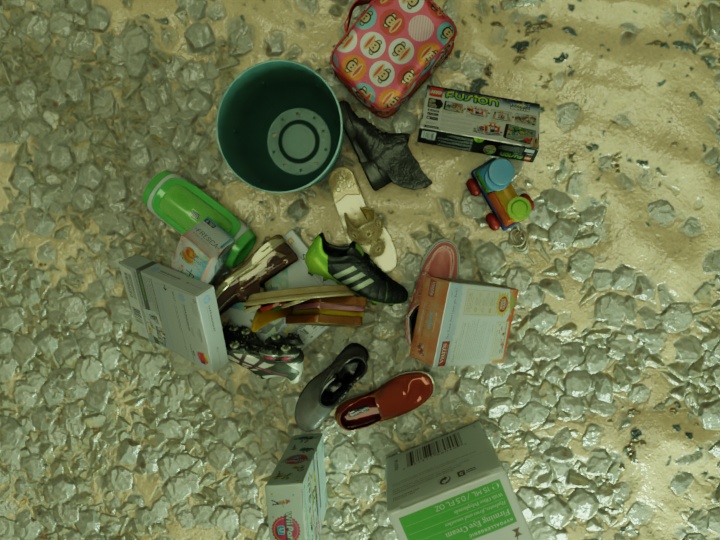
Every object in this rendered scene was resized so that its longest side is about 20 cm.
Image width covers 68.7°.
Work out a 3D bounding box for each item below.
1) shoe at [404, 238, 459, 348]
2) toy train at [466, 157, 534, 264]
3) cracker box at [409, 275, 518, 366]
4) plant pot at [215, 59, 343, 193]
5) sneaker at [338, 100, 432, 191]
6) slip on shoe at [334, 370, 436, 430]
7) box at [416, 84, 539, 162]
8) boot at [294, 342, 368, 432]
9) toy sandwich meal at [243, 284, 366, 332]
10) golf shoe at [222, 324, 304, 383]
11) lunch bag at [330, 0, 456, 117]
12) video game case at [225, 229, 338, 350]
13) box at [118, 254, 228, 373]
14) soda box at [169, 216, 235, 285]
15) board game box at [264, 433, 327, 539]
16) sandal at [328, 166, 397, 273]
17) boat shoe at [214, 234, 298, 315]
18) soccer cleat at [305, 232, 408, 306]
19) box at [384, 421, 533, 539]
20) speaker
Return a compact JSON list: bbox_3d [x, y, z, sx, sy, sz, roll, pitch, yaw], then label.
[{"bbox_3d":[0.128,0.043,0.924,0.071,0.091,0.201,19,95,2],"label":"shoe"},{"bbox_3d":[0.262,-0.097,0.893,0.084,0.116,0.201,-30,91,6],"label":"toy train"},{"bbox_3d":[0.177,0.085,0.881,0.057,0.199,0.135,16,97,46],"label":"cracker box"},{"bbox_3d":[-0.118,-0.227,0.886,0.199,0.161,0.202,1,96,6],"label":"plant pot"},{"bbox_3d":[0.041,-0.221,0.931,0.104,0.060,0.201,-25,96,4],"label":"sneaker"},{"bbox_3d":[0.045,0.242,0.960,0.199,0.061,0.075,-22,91,4],"label":"slip on shoe"},{"bbox_3d":[0.202,-0.252,0.898,0.198,0.035,0.111,11,59,3],"label":"box"},{"bbox_3d":[-0.060,0.216,0.930,0.070,0.132,0.201,34,96,0],"label":"boot"},{"bbox_3d":[-0.094,0.068,0.877,0.204,0.205,0.071,-7,86,4],"label":"toy sandwich meal"},{"bbox_3d":[-0.196,0.154,0.945,0.199,0.077,0.089,8,119,18],"label":"golf shoe"},{"bbox_3d":[0.045,-0.387,0.904,0.176,0.082,0.200,44,96,1],"label":"lunch bag"},{"bbox_3d":[-0.141,0.057,0.979,0.200,0.022,0.183,-40,90,6],"label":"video game case"},{"bbox_3d":[-0.319,0.071,0.897,0.199,0.041,0.157,18,125,31],"label":"box"},{"bbox_3d":[-0.286,0.003,0.911,0.063,0.068,0.200,40,134,1],"label":"soda box"},{"bbox_3d":[-0.104,0.392,0.911,0.064,0.200,0.149,-4,94,4],"label":"board game box"},{"bbox_3d":[-0.002,-0.086,0.935,0.077,0.070,0.213,-26,92,6],"label":"sandal"},{"bbox_3d":[-0.194,0.028,0.937,0.200,0.072,0.072,-44,89,-1],"label":"boat shoe"},{"bbox_3d":[0.000,0.000,0.929,0.199,0.068,0.081,23,116,-7],"label":"soccer cleat"},{"bbox_3d":[0.162,0.399,0.894,0.198,0.200,0.172,-23,94,4],"label":"box"},{"bbox_3d":[-0.287,-0.091,0.948,0.200,0.088,0.089,36,96,1],"label":"speaker"}]
